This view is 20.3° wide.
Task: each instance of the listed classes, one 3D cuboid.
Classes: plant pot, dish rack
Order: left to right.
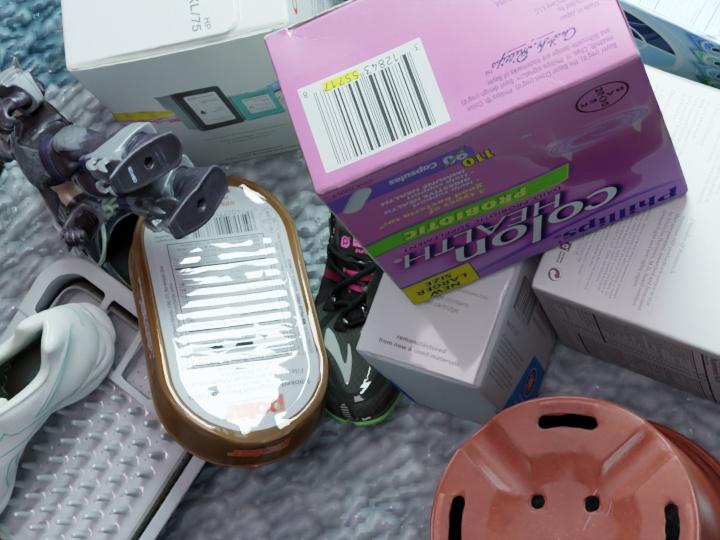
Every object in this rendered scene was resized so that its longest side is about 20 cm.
[{"bbox_3d":[-0.180,0.111,1.322,0.171,0.044,0.200,35,95,19],"label":"dish rack"},{"bbox_3d":[0.130,0.163,1.162,0.200,0.195,0.202,-4,74,12],"label":"plant pot"}]

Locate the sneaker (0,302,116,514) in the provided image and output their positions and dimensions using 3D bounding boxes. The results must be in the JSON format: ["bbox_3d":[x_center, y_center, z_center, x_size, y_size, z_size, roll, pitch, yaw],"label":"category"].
[{"bbox_3d":[-0.241,0.098,1.282,0.070,0.080,0.201,40,99,18],"label":"sneaker"}]

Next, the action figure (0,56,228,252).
[{"bbox_3d":[-0.178,-0.069,1.257,0.199,0.130,0.069,13,56,46],"label":"action figure"}]

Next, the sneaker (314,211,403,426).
[{"bbox_3d":[0.000,0.000,1.299,0.076,0.084,0.201,2,75,15],"label":"sneaker"}]

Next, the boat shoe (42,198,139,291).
[{"bbox_3d":[-0.155,-0.022,1.355,0.075,0.062,0.200,-43,69,1],"label":"boat shoe"}]

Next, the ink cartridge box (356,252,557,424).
[{"bbox_3d":[0.084,-0.015,1.249,0.085,0.146,0.201,15,78,19],"label":"ink cartridge box"}]

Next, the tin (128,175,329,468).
[{"bbox_3d":[-0.084,0.028,1.273,0.111,0.042,0.201,-9,61,-11],"label":"tin"}]

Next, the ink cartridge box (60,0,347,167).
[{"bbox_3d":[-0.095,-0.174,1.310,0.145,0.200,0.148,-10,72,11],"label":"ink cartridge box"}]

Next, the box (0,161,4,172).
[{"bbox_3d":[-0.358,-0.021,1.374,0.148,0.124,0.201,15,80,17],"label":"box"}]

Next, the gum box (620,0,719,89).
[{"bbox_3d":[0.174,-0.155,1.254,0.199,0.170,0.045,28,82,20],"label":"gum box"}]

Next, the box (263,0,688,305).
[{"bbox_3d":[0.068,-0.082,1.085,0.175,0.200,0.097,-22,69,8],"label":"box"}]

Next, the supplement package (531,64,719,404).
[{"bbox_3d":[0.230,-0.005,1.207,0.199,0.151,0.152,21,80,19],"label":"supplement package"}]
